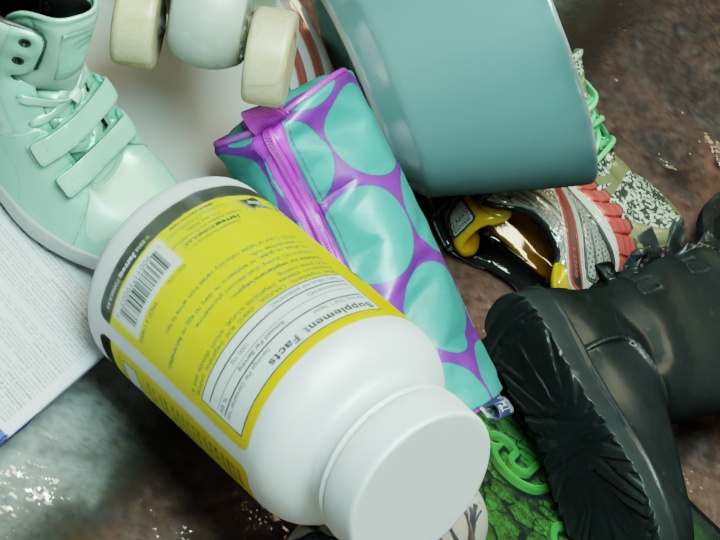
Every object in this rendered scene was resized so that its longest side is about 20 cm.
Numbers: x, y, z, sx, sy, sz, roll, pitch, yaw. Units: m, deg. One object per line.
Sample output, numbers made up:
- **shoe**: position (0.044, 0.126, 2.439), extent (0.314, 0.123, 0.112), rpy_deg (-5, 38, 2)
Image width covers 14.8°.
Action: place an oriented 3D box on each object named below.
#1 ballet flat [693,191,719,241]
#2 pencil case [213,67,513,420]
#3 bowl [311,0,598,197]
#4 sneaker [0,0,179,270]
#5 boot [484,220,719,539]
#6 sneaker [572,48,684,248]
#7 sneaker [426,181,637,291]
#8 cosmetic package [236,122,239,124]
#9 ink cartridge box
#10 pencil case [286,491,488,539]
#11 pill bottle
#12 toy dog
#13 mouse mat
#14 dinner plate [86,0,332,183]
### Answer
- **ballet flat**: position (0.230, 0.001, 1.692), extent (0.066, 0.057, 0.200), rpy_deg (14, 33, 14)
- **pencil case**: position (0.000, 0.000, 1.436), extent (0.201, 0.085, 0.092), rpy_deg (64, 21, -3)
- **bowl**: position (0.042, -0.120, 1.503), extent (0.105, 0.201, 0.201), rpy_deg (-23, 60, -4)
- **sneaker**: position (-0.142, -0.078, 1.353), extent (0.200, 0.118, 0.074), rpy_deg (42, 58, -12)
- **boot**: position (0.170, 0.075, 1.523), extent (0.162, 0.073, 0.199), rpy_deg (-12, 68, -38)
- **sneaker**: position (0.117, -0.088, 1.655), extent (0.200, 0.089, 0.077), rpy_deg (36, 40, 0)
- **sneaker**: position (0.070, -0.056, 1.602), extent (0.200, 0.078, 0.082), rpy_deg (44, 43, 9)
- **cosmetic package**: position (-0.054, -0.069, 1.550), extent (0.082, 0.051, 0.201), rpy_deg (-7, 57, -36)
- **ink cartridge box**: position (-0.183, 0.013, 1.379), extent (0.119, 0.042, 0.200), rpy_deg (49, 39, -2)
- **pencil case**: position (-0.018, 0.159, 1.340), extent (0.089, 0.078, 0.200), rpy_deg (32, 39, 12)
- **pill bottle**: position (-0.033, 0.049, 1.327), extent (0.112, 0.113, 0.200), rpy_deg (-11, 39, -41)
- **toy dog**: position (-0.067, -0.169, 1.410), extent (0.131, 0.097, 0.200), rpy_deg (2, 36, -15)
- **mouse mat**: position (0.109, 0.128, 1.511), extent (0.200, 0.008, 0.161), rpy_deg (45, 42, 9)
- **dinner plate**: position (-0.105, -0.109, 1.486), extent (0.199, 0.024, 0.201), rpy_deg (17, 56, -26)
